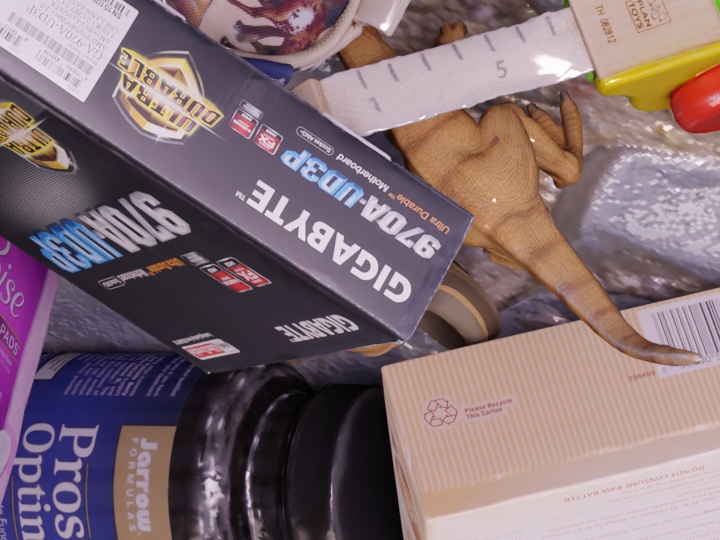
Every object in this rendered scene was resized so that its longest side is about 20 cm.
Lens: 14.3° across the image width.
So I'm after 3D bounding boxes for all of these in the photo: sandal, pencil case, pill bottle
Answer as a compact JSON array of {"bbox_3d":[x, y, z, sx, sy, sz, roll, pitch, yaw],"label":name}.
[{"bbox_3d":[0.000,0.000,1.024,0.080,0.054,0.200,47,-178,13],"label":"sandal"},{"bbox_3d":[-0.055,-0.085,0.923,0.089,0.078,0.200,37,165,-12],"label":"pencil case"},{"bbox_3d":[-0.080,0.089,1.198,0.199,0.112,0.112,-1,141,27],"label":"pill bottle"}]

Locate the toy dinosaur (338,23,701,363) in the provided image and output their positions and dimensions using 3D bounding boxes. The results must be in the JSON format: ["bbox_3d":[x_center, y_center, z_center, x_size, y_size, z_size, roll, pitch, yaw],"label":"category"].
[{"bbox_3d":[0.047,-0.022,0.949,0.060,0.106,0.200,-48,68,17],"label":"toy dinosaur"}]

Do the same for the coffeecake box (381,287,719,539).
[{"bbox_3d":[0.096,0.105,1.113,0.153,0.073,0.200,-13,142,-4],"label":"coffeecake box"}]

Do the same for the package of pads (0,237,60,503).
[{"bbox_3d":[-0.183,0.043,1.108,0.075,0.201,0.121,-2,144,21],"label":"package of pads"}]

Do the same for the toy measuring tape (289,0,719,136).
[{"bbox_3d":[0.073,-0.068,0.898,0.199,0.074,0.074,-18,143,-8],"label":"toy measuring tape"}]

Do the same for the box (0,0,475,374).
[{"bbox_3d":[-0.072,-0.032,0.881,0.159,0.046,0.200,34,166,-14],"label":"box"}]
